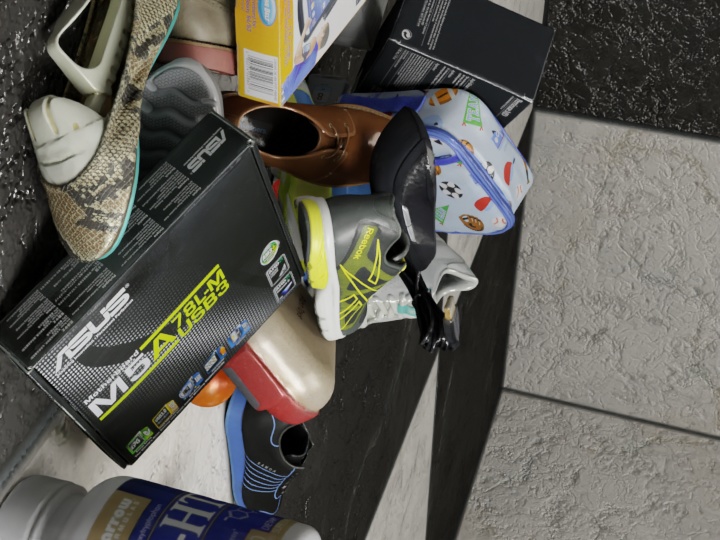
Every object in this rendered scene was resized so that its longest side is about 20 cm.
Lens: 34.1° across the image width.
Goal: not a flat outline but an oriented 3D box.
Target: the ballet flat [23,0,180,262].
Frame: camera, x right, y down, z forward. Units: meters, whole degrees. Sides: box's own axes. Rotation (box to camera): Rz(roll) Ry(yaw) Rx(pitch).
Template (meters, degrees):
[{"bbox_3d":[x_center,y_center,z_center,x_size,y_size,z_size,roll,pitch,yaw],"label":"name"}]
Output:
[{"bbox_3d":[-0.162,-0.109,0.704,0.075,0.067,0.203,38,56,-51],"label":"ballet flat"}]

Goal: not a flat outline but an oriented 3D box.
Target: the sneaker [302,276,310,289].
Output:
[{"bbox_3d":[-0.048,0.028,1.164,0.085,0.077,0.201,-34,149,-21],"label":"sneaker"}]

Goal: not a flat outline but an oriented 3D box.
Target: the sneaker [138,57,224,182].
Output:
[{"bbox_3d":[-0.131,-0.073,0.845,0.082,0.074,0.201,-73,178,-47],"label":"sneaker"}]

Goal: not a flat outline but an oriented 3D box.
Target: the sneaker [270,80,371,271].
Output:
[{"bbox_3d":[-0.027,-0.092,1.058,0.076,0.103,0.203,112,-27,-66],"label":"sneaker"}]

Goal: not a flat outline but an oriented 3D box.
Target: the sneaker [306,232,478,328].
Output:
[{"bbox_3d":[0.030,0.023,1.130,0.199,0.088,0.076,-26,139,-34],"label":"sneaker"}]

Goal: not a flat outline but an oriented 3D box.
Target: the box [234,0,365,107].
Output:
[{"bbox_3d":[-0.032,-0.226,0.867,0.120,0.041,0.201,93,22,-44],"label":"box"}]

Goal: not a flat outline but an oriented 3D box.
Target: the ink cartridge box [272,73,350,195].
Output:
[{"bbox_3d":[-0.047,-0.074,1.215,0.161,0.047,0.202,73,29,-62],"label":"ink cartridge box"}]

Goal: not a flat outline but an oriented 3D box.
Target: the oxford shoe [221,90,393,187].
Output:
[{"bbox_3d":[-0.030,-0.103,0.959,0.198,0.071,0.072,2,99,-32],"label":"oxford shoe"}]

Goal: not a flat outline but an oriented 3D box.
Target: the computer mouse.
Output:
[{"bbox_3d":[0.041,-0.023,0.957,0.201,0.045,0.141,87,-14,-47],"label":"computer mouse"}]

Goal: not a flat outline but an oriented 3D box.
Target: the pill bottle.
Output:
[{"bbox_3d":[-0.133,0.200,0.754,0.120,0.197,0.121,12,90,-77],"label":"pill bottle"}]

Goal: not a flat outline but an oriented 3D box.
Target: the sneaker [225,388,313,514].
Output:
[{"bbox_3d":[-0.087,0.196,1.204,0.201,0.077,0.071,85,21,-48],"label":"sneaker"}]

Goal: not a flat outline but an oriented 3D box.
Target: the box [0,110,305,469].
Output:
[{"bbox_3d":[-0.131,0.021,0.792,0.200,0.047,0.194,-47,159,-16],"label":"box"}]

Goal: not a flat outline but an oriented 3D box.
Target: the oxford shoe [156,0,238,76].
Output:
[{"bbox_3d":[-0.090,-0.187,0.899,0.200,0.069,0.076,-27,125,-73],"label":"oxford shoe"}]

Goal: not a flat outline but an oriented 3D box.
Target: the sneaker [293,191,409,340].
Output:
[{"bbox_3d":[0.000,0.000,0.932,0.200,0.083,0.075,78,2,-69],"label":"sneaker"}]

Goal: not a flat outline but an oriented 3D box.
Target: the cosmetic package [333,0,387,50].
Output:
[{"bbox_3d":[-0.025,-0.298,1.045,0.200,0.089,0.108,66,39,-63],"label":"cosmetic package"}]

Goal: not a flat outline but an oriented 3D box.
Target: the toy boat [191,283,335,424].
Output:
[{"bbox_3d":[-0.099,0.066,0.992,0.131,0.130,0.200,52,11,-14],"label":"toy boat"}]

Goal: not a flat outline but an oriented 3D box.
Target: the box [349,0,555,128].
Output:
[{"bbox_3d":[0.078,-0.185,1.106,0.200,0.140,0.080,141,-28,-73],"label":"box"}]

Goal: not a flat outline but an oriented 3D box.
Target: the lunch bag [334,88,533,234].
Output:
[{"bbox_3d":[0.053,-0.105,1.111,0.160,0.198,0.076,45,62,-37],"label":"lunch bag"}]
